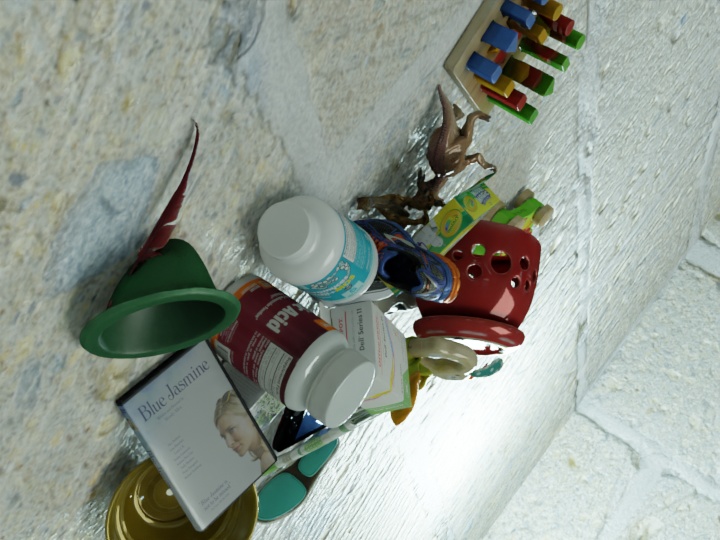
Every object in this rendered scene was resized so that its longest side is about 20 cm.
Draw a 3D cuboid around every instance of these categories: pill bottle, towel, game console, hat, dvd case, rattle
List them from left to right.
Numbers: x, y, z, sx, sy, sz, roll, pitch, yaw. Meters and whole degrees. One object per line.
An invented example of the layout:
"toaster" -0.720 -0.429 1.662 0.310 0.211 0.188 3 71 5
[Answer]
"hat" -0.222 -0.021 1.240 0.199 0.177 0.166 -20 159 8
"dvd case" -0.197 0.199 1.408 0.143 0.017 0.201 -40 111 -33
"pill bottle" -0.088 0.102 1.424 0.114 0.199 0.115 -44 154 -29
"pill bottle" -0.058 -0.028 1.435 0.111 0.110 0.200 -58 156 1
"towel" -0.052 0.251 1.758 0.199 0.031 0.149 -32 171 32
"game console" -0.021 0.217 1.803 0.200 0.118 0.173 -20 136 -54
"rattle" 0.139 0.183 1.755 0.130 0.144 0.200 -26 143 26

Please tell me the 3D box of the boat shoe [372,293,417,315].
"boat shoe" 0.038 0.037 1.793 0.200 0.057 0.067 -11 94 -64

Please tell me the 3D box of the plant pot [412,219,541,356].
"plant pot" 0.179 0.034 1.795 0.200 0.199 0.184 40 55 -67

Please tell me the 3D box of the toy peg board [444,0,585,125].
"toy peg board" 0.238 -0.325 1.663 0.201 0.098 0.199 -58 157 0

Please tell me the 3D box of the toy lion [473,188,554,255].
"toy lion" 0.266 -0.050 2.122 0.200 0.069 0.192 -20 145 -54

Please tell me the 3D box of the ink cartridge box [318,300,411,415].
"ink cartridge box" 0.008 0.119 1.606 0.200 0.067 0.118 46 36 -61

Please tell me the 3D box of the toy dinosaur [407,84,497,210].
"toy dinosaur" 0.122 -0.165 1.661 0.135 0.086 0.201 -40 146 -20

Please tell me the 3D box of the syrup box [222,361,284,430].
"syrup box" -0.146 0.158 1.528 0.200 0.081 0.079 -48 154 -21

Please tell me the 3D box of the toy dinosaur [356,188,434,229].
"toy dinosaur" 0.055 -0.085 1.655 0.200 0.105 0.061 36 57 -63

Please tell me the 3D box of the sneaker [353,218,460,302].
"sneaker" 0.042 -0.019 1.539 0.078 0.199 0.076 2 110 -52

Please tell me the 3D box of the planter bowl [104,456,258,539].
"planter bowl" -0.239 0.303 1.480 0.199 0.083 0.202 -7 108 -22

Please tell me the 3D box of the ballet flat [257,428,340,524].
"ballet flat" -0.106 0.345 1.876 0.200 0.069 0.070 -47 155 -25

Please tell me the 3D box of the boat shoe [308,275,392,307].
"boat shoe" 0.000 0.000 1.648 0.199 0.070 0.067 -11 131 -50

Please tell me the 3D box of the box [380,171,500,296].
"box" 0.120 -0.056 1.622 0.200 0.048 0.117 -48 173 31
